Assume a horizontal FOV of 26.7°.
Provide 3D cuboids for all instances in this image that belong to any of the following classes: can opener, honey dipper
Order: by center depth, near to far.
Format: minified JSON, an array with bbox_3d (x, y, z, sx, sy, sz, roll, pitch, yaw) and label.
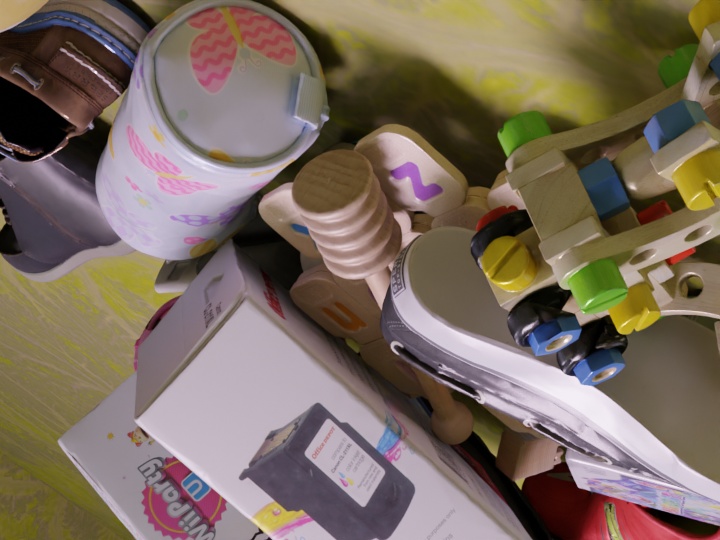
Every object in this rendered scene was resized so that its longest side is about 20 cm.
[{"bbox_3d":[0.017,0.023,0.710,0.038,0.038,0.201,18,151,33],"label":"honey dipper"},{"bbox_3d":[-0.085,-0.015,0.937,0.066,0.053,0.199,39,160,-27],"label":"can opener"}]

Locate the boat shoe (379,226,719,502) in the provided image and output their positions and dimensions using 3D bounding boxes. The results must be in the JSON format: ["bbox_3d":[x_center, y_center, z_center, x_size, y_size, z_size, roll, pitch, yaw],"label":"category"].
[{"bbox_3d":[0.100,0.047,0.651,0.199,0.069,0.057,29,146,-1],"label":"boat shoe"}]

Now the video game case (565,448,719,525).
[{"bbox_3d":[0.207,0.124,0.784,0.198,0.018,0.143,14,170,14],"label":"video game case"}]

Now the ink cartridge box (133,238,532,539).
[{"bbox_3d":[-0.018,0.090,0.776,0.200,0.083,0.146,42,-177,-13],"label":"ink cartridge box"}]

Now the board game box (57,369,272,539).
[{"bbox_3d":[-0.083,0.159,0.867,0.148,0.064,0.200,45,167,21],"label":"board game box"}]

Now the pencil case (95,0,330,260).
[{"bbox_3d":[-0.078,-0.062,0.747,0.090,0.084,0.200,28,163,-7],"label":"pencil case"}]

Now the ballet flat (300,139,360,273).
[{"bbox_3d":[0.000,0.000,0.820,0.069,0.070,0.200,23,161,21],"label":"ballet flat"}]

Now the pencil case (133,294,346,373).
[{"bbox_3d":[-0.076,0.059,0.971,0.093,0.091,0.200,21,178,16],"label":"pencil case"}]

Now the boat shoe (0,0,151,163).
[{"bbox_3d":[-0.181,-0.101,0.823,0.072,0.073,0.200,37,162,-21],"label":"boat shoe"}]

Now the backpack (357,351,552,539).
[{"bbox_3d":[0.030,0.171,0.986,0.200,0.147,0.183,49,174,11],"label":"backpack"}]

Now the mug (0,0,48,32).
[{"bbox_3d":[-0.160,-0.151,0.552,0.186,0.150,0.153,29,172,27],"label":"mug"}]

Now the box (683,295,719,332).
[{"bbox_3d":[0.170,0.065,0.772,0.144,0.037,0.199,39,159,-26],"label":"box"}]

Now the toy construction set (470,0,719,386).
[{"bbox_3d":[0.116,-0.010,0.562,0.200,0.131,0.093,42,-158,-49],"label":"toy construction set"}]

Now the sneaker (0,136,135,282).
[{"bbox_3d":[-0.212,-0.055,0.995,0.106,0.075,0.199,35,153,-27],"label":"sneaker"}]

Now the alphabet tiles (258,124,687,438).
[{"bbox_3d":[0.053,0.010,0.709,0.195,0.015,0.199,40,145,-19],"label":"alphabet tiles"}]

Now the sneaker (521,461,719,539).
[{"bbox_3d":[0.179,0.143,0.948,0.199,0.077,0.085,9,133,46],"label":"sneaker"}]

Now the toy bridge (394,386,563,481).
[{"bbox_3d":[0.050,0.056,0.890,0.067,0.027,0.200,-10,-150,-35],"label":"toy bridge"}]
